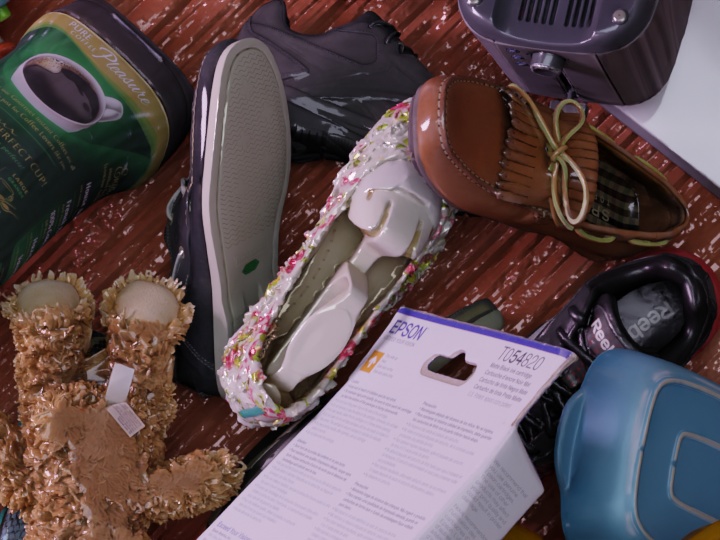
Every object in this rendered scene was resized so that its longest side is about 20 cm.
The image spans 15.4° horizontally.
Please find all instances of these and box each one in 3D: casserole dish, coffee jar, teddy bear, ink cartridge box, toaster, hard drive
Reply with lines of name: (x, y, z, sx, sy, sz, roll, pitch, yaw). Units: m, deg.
casserole dish: (0.179, 0.114, 1.379, 0.039, 0.199, 0.122, -5, 66, 46)
coffee jar: (-0.181, -0.063, 1.423, 0.104, 0.085, 0.200, 43, 51, 10)
teddy bear: (-0.138, 0.095, 1.389, 0.144, 0.067, 0.201, -14, 80, -17)
ink cartridge box: (0.007, 0.112, 1.279, 0.200, 0.199, 0.041, -48, 110, -11)
toaster: (0.125, -0.184, 1.430, 0.113, 0.129, 0.201, 8, 74, 16)
hard drive: (0.224, -0.149, 1.492, 0.132, 0.026, 0.200, 38, 84, 8)

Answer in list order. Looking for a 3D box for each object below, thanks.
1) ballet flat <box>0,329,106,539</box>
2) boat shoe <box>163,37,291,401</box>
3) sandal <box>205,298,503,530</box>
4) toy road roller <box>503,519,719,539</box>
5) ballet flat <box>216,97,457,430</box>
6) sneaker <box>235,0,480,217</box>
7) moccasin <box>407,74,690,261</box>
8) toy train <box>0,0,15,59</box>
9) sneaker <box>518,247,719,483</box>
ballet flat: (-0.160, 0.128, 1.433, 0.074, 0.074, 0.201, 7, 82, 3)
boat shoe: (-0.080, -0.028, 1.431, 0.067, 0.072, 0.201, 16, 112, 33)
sandal: (0.001, 0.089, 1.437, 0.200, 0.080, 0.057, -35, 95, -4)
toy road roller: (0.103, 0.174, 1.285, 0.199, 0.123, 0.146, -30, 61, -16)
ballet flat: (0.000, 0.000, 1.384, 0.075, 0.064, 0.201, 33, 87, -15)
sneaker: (0.016, -0.092, 1.469, 0.199, 0.076, 0.091, 20, 76, 3)
moccasin: (0.099, -0.052, 1.385, 0.077, 0.201, 0.074, -8, 63, 40)
toy train: (-0.251, -0.107, 1.444, 0.199, 0.150, 0.056, -34, 102, -13)
sneaker: (0.113, 0.056, 1.426, 0.200, 0.098, 0.071, -38, 83, -3)
